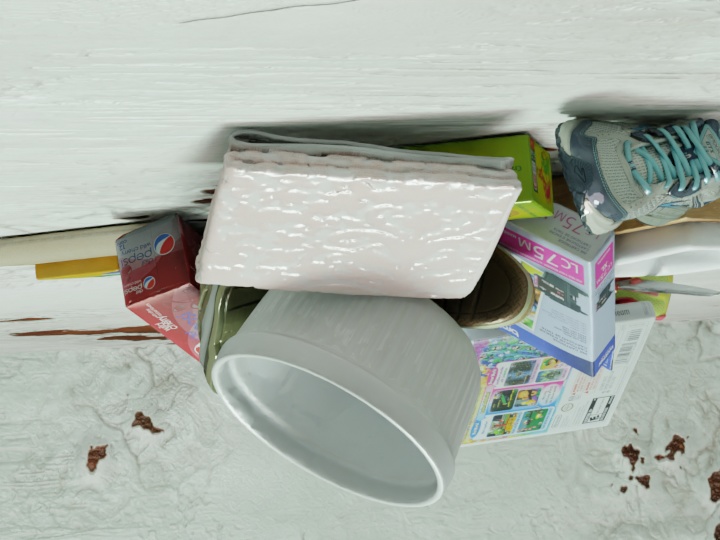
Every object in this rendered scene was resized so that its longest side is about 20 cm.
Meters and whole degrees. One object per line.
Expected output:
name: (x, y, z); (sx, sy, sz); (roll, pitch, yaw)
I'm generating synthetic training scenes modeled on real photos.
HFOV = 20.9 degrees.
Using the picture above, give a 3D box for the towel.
towel: (-0.005, -0.032, 1.314); (0.198, 0.033, 0.191); (5, 154, -8)

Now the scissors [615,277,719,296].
scissors: (0.225, 0.008, 1.628); (0.199, 0.014, 0.073); (-3, -163, 39)

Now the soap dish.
soap dish: (0.242, -0.044, 1.510); (0.156, 0.082, 0.199); (0, 174, -33)

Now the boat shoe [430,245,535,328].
boat shoe: (0.062, 0.007, 1.502); (0.199, 0.072, 0.076); (18, 171, 41)

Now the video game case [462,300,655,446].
video game case: (0.166, 0.099, 1.810); (0.180, 0.024, 0.201); (-7, 147, -12)

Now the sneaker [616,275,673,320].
sneaker: (0.197, 0.017, 1.816); (0.198, 0.091, 0.078); (-4, 177, 22)

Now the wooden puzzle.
wooden puzzle: (-0.214, -0.011, 1.792); (0.183, 0.038, 0.200); (-5, 175, 21)

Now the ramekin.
ramekin: (-0.003, 0.080, 1.469); (0.199, 0.106, 0.201); (24, 155, 12)

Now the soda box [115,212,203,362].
soda box: (-0.142, 0.025, 1.702); (0.063, 0.071, 0.200); (-19, 154, 13)

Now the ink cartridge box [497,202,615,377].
ink cartridge box: (0.139, 0.012, 1.512); (0.119, 0.042, 0.201); (28, 157, 23)

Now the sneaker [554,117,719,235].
sneaker: (0.195, -0.075, 1.278); (0.086, 0.078, 0.199); (-20, 174, 30)

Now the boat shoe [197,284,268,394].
boat shoe: (-0.096, 0.011, 1.541); (0.074, 0.069, 0.201); (-7, 141, -29)

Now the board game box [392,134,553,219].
board game box: (0.031, -0.057, 1.388); (0.198, 0.048, 0.102); (-5, 174, 14)
